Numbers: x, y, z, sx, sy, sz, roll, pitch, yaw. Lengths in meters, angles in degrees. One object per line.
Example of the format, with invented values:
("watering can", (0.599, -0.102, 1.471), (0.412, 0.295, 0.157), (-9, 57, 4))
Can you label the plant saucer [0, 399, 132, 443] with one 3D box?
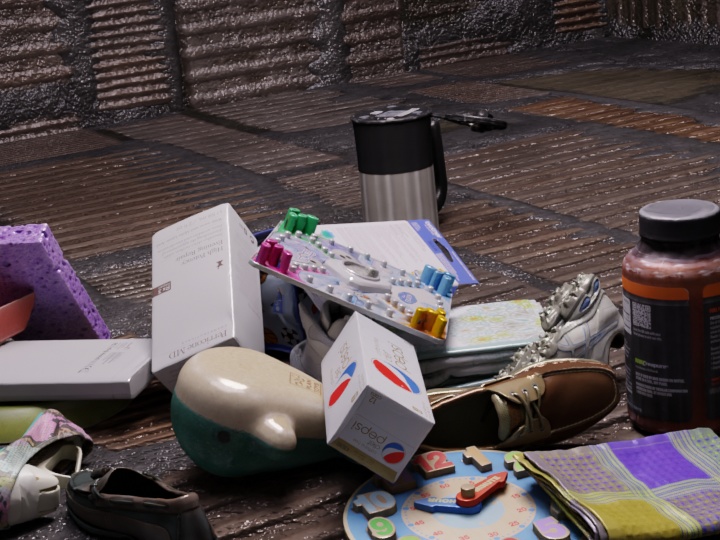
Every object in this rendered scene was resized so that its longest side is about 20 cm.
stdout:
("plant saucer", (-0.341, 0.130, 1.434), (0.199, 0.031, 0.200), (-5, 17, 2))

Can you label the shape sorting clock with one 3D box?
("shape sorting clock", (0.085, 0.188, 1.063), (0.199, 0.039, 0.200), (-6, 16, 2))

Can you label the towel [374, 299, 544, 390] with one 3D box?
("towel", (0.112, 0.080, 1.420), (0.199, 0.048, 0.171), (-6, 13, -1))

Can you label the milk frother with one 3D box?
("milk frother", (0.102, -0.136, 1.910), (0.180, 0.189, 0.200), (-19, 21, -36))

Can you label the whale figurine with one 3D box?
("whale figurine", (-0.074, 0.144, 1.216), (0.199, 0.104, 0.159), (17, 14, -8))

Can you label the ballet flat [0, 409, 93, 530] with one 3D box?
("ballet flat", (-0.289, 0.182, 1.192), (0.071, 0.069, 0.200), (17, 19, 6))

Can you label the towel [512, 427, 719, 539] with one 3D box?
("towel", (0.235, 0.167, 1.060), (0.199, 0.023, 0.144), (-3, 19, -20))

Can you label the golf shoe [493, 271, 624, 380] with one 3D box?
("golf shoe", (0.196, 0.094, 1.288), (0.200, 0.097, 0.078), (-49, 8, -31))

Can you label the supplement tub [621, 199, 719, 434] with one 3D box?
("supplement tub", (0.289, 0.041, 1.208), (0.107, 0.201, 0.107), (-5, 17, 1))

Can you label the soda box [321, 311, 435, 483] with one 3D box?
("soda box", (0.011, 0.105, 1.168), (0.068, 0.064, 0.200), (31, 11, -11))

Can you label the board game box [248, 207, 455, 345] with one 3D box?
("board game box", (0.000, 0.000, 1.351), (0.200, 0.026, 0.200), (23, 15, 0))

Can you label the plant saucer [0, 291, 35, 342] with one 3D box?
("plant saucer", (-0.473, 0.099, 1.474), (0.200, 0.037, 0.200), (-23, 6, 31))

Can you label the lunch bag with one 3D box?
("lunch bag", (-0.096, 0.014, 1.583), (0.200, 0.124, 0.170), (2, 17, 40))

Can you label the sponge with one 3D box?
("sponge", (-0.371, 0.025, 1.535), (0.111, 0.200, 0.030), (-3, 50, 13))

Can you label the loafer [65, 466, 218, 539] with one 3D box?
("loafer", (-0.182, 0.188, 1.116), (0.072, 0.063, 0.200), (-18, 20, -37))

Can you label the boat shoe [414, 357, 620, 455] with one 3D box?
("boat shoe", (0.129, 0.128, 1.180), (0.199, 0.076, 0.074), (-15, 1, 1))

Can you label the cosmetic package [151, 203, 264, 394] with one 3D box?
("cosmetic package", (-0.162, 0.034, 1.426), (0.101, 0.074, 0.200), (-23, 43, 14))

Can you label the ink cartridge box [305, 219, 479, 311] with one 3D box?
("ink cartridge box", (0.021, -0.004, 1.483), (0.200, 0.042, 0.119), (-7, 43, -34))

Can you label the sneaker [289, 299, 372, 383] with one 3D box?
("sneaker", (-0.028, 0.074, 1.360), (0.075, 0.115, 0.200), (-10, 16, -15))

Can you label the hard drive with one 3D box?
("hard drive", (-0.307, 0.103, 1.410), (0.199, 0.027, 0.132), (-2, 16, 14))
